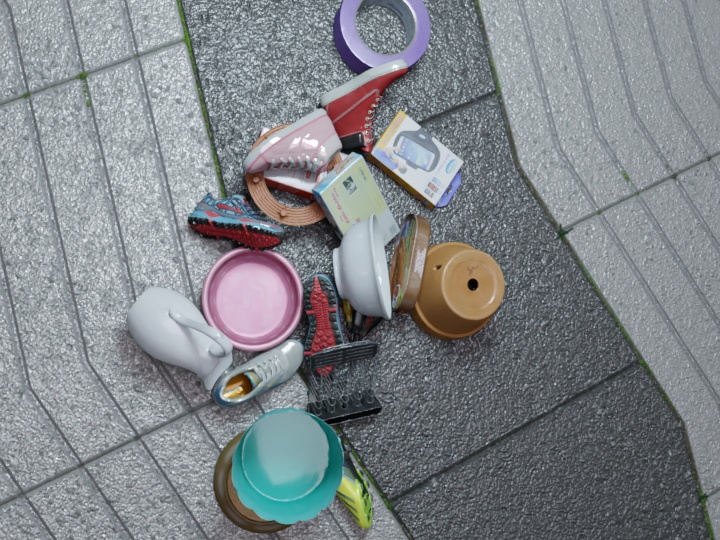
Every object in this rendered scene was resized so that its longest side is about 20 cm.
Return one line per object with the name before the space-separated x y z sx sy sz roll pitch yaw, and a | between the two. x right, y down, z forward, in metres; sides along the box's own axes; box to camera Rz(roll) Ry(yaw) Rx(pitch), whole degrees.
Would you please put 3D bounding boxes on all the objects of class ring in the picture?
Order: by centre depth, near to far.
ring | -0.124 -0.189 1.648 0.197 0.019 0.205 1 85 -13

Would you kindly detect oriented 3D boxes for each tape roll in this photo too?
tape roll | 0.045 -0.506 1.772 0.196 0.066 0.204 2 83 -16

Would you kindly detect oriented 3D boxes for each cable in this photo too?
cable | -0.005 0.128 1.702 0.095 0.050 0.204 13 91 -15

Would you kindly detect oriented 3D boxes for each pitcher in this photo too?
pitcher | -0.321 0.110 1.536 0.199 0.172 0.122 37 55 1

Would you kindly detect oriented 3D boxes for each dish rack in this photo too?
dish rack | -0.030 0.214 1.608 0.151 0.202 0.055 -11 49 -16

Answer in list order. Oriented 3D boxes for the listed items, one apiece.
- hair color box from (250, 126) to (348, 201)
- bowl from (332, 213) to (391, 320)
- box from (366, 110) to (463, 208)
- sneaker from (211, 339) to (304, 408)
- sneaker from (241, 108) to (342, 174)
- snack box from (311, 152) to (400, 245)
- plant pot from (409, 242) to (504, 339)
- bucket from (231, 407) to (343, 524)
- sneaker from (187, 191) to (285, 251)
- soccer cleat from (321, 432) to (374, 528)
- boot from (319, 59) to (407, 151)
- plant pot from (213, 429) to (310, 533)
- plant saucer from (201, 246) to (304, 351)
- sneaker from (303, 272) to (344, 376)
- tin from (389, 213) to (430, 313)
hair color box | -0.118 -0.204 1.692 0.197 0.061 0.103 17 79 -11
bowl | 0.000 0.000 1.609 0.089 0.201 0.205 -9 85 7
box | 0.124 -0.225 1.773 0.199 0.041 0.120 36 76 -6
sneaker | -0.188 0.199 1.614 0.198 0.081 0.077 -33 91 -18
sneaker | -0.121 -0.216 1.602 0.199 0.075 0.105 -34 88 -19
snack box | -0.006 -0.118 1.673 0.116 0.037 0.201 -42 128 -17
plant pot | 0.202 0.037 1.710 0.196 0.140 0.204 2 84 -14
bucket | -0.132 0.346 1.532 0.203 0.135 0.211 0 87 -6
sneaker | -0.230 -0.105 1.615 0.197 0.080 0.097 14 61 14
soccer cleat | -0.036 0.412 1.649 0.083 0.065 0.203 -23 94 13
boot | 0.028 -0.326 1.709 0.198 0.072 0.146 -25 91 22
plant pot | -0.181 0.399 1.605 0.196 0.027 0.204 1 85 -7
plant saucer | -0.210 0.055 1.640 0.197 0.051 0.205 2 81 -14
sneaker | -0.063 0.104 1.649 0.078 0.096 0.204 2 102 10
tin | 0.097 -0.013 1.701 0.041 0.112 0.204 14 80 -13
